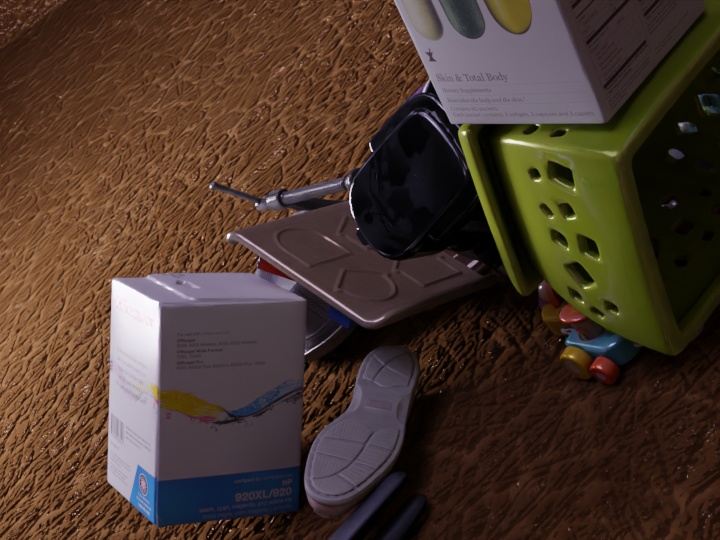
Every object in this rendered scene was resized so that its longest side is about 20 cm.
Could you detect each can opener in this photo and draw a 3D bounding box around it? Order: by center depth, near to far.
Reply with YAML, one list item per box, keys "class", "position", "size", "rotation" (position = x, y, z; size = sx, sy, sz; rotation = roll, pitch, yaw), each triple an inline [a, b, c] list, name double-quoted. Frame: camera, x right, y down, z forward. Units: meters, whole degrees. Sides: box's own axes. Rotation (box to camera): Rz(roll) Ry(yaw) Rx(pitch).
- class: "can opener"
  position: [-0.019, 0.243, 1.174]
  size: [0.200, 0.063, 0.078]
  rotation: [-52, 27, -18]

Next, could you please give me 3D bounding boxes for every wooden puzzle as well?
- class: "wooden puzzle"
  position: [0.000, 0.000, 1.372]
  size: [0.199, 0.047, 0.185]
  rotation: [28, 28, 31]

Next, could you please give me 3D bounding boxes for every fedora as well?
- class: "fedora"
  position: [-0.048, -0.002, 1.521]
  size: [0.177, 0.090, 0.201]
  rotation: [-45, 22, 27]

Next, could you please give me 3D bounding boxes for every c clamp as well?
- class: "c clamp"
  position: [-0.029, -0.076, 1.524]
  size: [0.199, 0.170, 0.027]
  rotation: [-8, 74, 42]

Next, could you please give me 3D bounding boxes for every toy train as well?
- class: "toy train"
  position: [0.210, 0.004, 1.221]
  size: [0.150, 0.056, 0.200]
  rotation: [-35, 26, 17]

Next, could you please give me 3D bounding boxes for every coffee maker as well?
- class: "coffee maker"
  position: [0.108, -0.091, 1.287]
  size: [0.134, 0.199, 0.193]
  rotation: [31, 105, 33]

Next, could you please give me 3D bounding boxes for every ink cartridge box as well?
- class: "ink cartridge box"
  position: [-0.143, 0.111, 1.350]
  size: [0.147, 0.144, 0.202]
  rotation: [20, 109, 62]

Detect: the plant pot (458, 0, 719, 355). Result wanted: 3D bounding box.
- class: "plant pot"
  position: [0.199, -0.084, 1.142]
  size: [0.181, 0.200, 0.200]
  rotation: [15, 51, 43]

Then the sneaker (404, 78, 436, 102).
- class: "sneaker"
  position: [0.050, -0.133, 1.656]
  size: [0.087, 0.076, 0.200]
  rotation: [-29, 21, 46]

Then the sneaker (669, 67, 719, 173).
- class: "sneaker"
  position: [0.287, -0.140, 1.243]
  size: [0.199, 0.131, 0.080]
  rotation: [-20, 35, 40]

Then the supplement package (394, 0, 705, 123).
- class: "supplement package"
  position: [0.119, -0.228, 1.041]
  size: [0.151, 0.201, 0.151]
  rotation: [6, 43, 46]

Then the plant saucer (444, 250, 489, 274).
- class: "plant saucer"
  position: [0.094, -0.048, 1.497]
  size: [0.199, 0.029, 0.201]
  rotation: [-32, 27, 19]

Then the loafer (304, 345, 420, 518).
- class: "loafer"
  position: [0.007, 0.149, 1.267]
  size: [0.071, 0.063, 0.200]
  rotation: [13, 39, 14]
